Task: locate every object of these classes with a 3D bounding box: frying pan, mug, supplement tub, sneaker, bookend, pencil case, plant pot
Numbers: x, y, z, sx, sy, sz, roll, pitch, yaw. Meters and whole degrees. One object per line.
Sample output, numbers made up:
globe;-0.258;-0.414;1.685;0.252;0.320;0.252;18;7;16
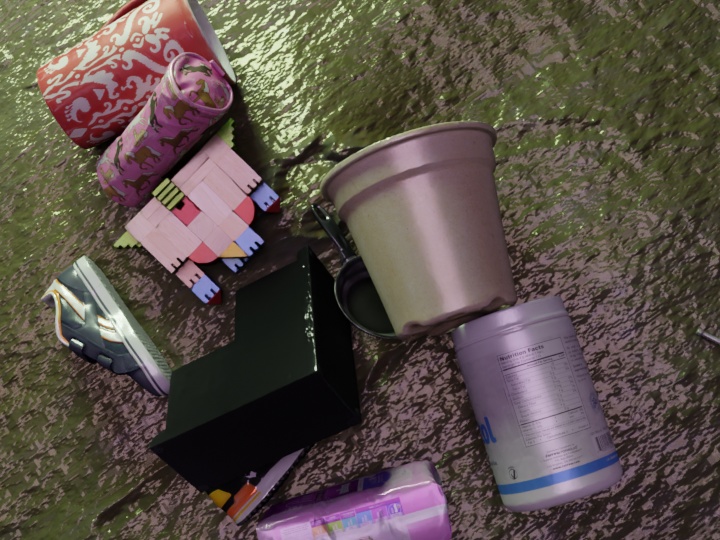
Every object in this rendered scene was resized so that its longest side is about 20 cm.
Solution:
frying pan;-0.007;0.011;0.976;0.190;0.031;0.115;33;50;7
mug;-0.268;-0.245;1.035;0.199;0.178;0.134;-27;116;4
supplement tub;0.185;0.141;0.910;0.131;0.132;0.201;-18;78;1
sneaker;-0.100;0.182;0.956;0.090;0.070;0.200;39;87;7
sneaker;-0.291;0.080;0.986;0.079;0.078;0.200;-39;68;-7
bookend;-0.113;0.104;0.931;0.199;0.092;0.199;-26;37;13
pencil case;-0.223;-0.155;0.968;0.200;0.082;0.087;-39;52;39
plant pot;0.078;-0.031;0.912;0.199;0.200;0.184;-18;79;1

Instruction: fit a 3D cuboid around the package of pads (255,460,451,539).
package of pads;-0.004;0.265;0.909;0.199;0.121;0.076;-16;85;1

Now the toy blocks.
toy blocks;-0.169;-0.055;1.001;0.137;0.100;0.200;43;86;-2

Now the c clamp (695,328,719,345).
c clamp;0.503;0.035;0.956;0.170;0.027;0.200;34;85;9
